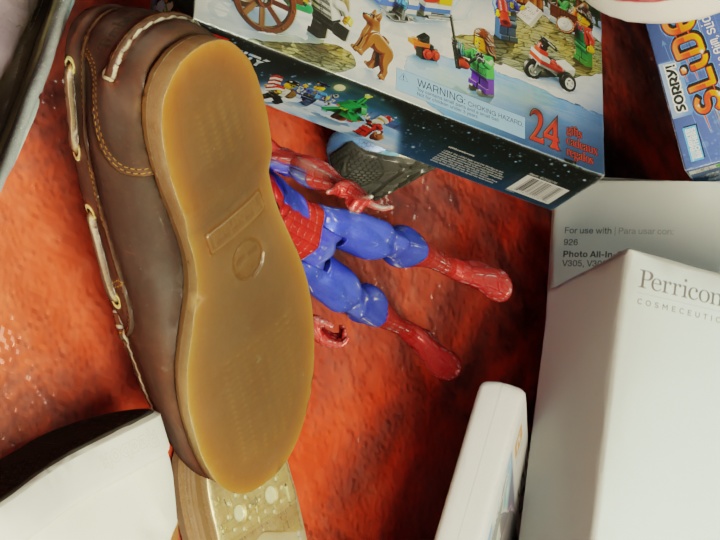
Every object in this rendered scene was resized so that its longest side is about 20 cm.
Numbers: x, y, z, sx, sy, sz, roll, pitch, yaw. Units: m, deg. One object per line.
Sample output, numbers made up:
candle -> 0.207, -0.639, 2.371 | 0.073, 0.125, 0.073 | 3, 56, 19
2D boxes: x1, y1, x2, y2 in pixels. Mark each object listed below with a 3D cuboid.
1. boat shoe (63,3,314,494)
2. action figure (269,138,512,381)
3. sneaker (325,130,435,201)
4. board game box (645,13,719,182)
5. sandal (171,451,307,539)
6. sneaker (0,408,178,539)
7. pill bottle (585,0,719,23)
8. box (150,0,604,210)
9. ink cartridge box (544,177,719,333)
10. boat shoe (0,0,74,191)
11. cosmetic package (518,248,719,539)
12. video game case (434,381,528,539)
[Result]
boat shoe -> -0.066, -0.010, 1.071 | 0.070, 0.070, 0.200 | -33, 130, -38
action figure -> 0.000, 0.000, 1.155 | 0.200, 0.099, 0.065 | 27, 96, -44
sneaker -> 0.031, -0.107, 1.242 | 0.090, 0.078, 0.200 | 48, 47, -13
board game box -> 0.155, -0.105, 1.310 | 0.200, 0.034, 0.135 | 21, 54, -79
sandal -> -0.012, 0.155, 1.150 | 0.078, 0.070, 0.212 | -36, 115, -46
sneaker -> -0.127, 0.116, 1.008 | 0.200, 0.073, 0.085 | -24, 103, -51
pill bottle -> 0.105, -0.204, 1.115 | 0.111, 0.111, 0.200 | -61, 140, -34
box -> 0.010, -0.119, 1.155 | 0.200, 0.038, 0.137 | 19, 58, -30
ink cartridge box -> 0.133, 0.069, 1.286 | 0.146, 0.084, 0.200 | 41, 51, -70
boat shoe -> -0.131, -0.104, 1.028 | 0.074, 0.065, 0.202 | 44, 55, -40
cosmetic package -> 0.128, 0.103, 1.147 | 0.113, 0.081, 0.200 | 12, 75, -18
video game case -> 0.040, 0.175, 1.173 | 0.182, 0.023, 0.200 | 82, 23, -57
